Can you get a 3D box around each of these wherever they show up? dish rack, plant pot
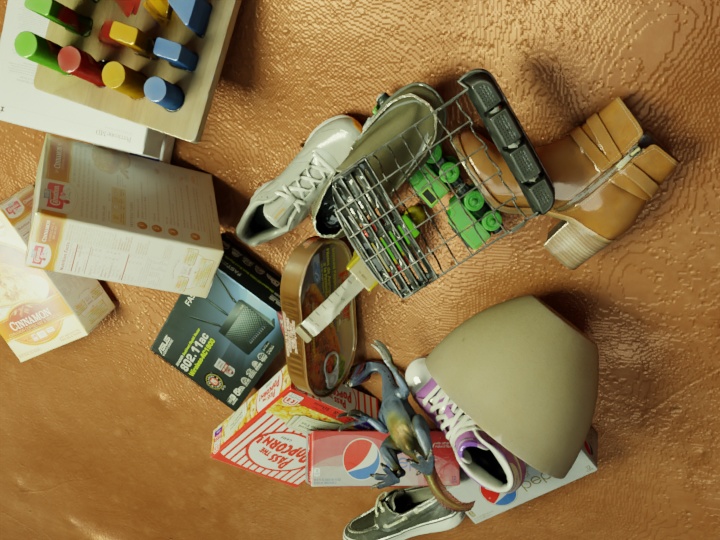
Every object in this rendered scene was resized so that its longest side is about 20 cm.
[{"bbox_3d":[0.077,-0.076,0.731,0.197,0.055,0.155,-32,99,8],"label":"dish rack"},{"bbox_3d":[0.188,0.109,0.852,0.198,0.200,0.136,36,98,-5],"label":"plant pot"}]

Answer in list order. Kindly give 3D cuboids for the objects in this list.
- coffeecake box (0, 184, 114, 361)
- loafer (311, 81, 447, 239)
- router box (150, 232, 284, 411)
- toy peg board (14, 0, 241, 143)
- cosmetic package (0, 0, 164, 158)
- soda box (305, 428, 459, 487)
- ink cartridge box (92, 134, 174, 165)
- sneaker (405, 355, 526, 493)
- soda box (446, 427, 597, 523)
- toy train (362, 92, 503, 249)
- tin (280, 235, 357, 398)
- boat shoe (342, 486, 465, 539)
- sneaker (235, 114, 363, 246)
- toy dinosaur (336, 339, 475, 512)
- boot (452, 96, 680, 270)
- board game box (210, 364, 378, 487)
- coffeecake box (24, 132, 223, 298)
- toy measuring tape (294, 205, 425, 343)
[{"bbox_3d":[-0.464,0.008,1.059,0.151,0.073,0.203,-19,111,29],"label":"coffeecake box"},{"bbox_3d":[0.016,-0.101,0.783,0.075,0.070,0.201,36,116,-5],"label":"loafer"},{"bbox_3d":[-0.175,0.074,1.013,0.148,0.062,0.201,35,125,-3],"label":"router box"},{"bbox_3d":[-0.237,-0.260,0.765,0.194,0.098,0.205,19,95,8],"label":"toy peg board"},{"bbox_3d":[-0.306,-0.223,0.852,0.195,0.052,0.155,14,92,9],"label":"cosmetic package"},{"bbox_3d":[0.028,0.241,0.983,0.194,0.063,0.072,2,79,-11],"label":"soda box"},{"bbox_3d":[-0.282,-0.142,0.941,0.093,0.037,0.203,23,122,4],"label":"ink cartridge box"},{"bbox_3d":[0.120,0.179,0.914,0.200,0.114,0.073,45,99,20],"label":"sneaker"},{"bbox_3d":[0.207,0.250,0.986,0.199,0.064,0.068,-37,103,31],"label":"soda box"},{"bbox_3d":[0.078,-0.106,0.829,0.056,0.042,0.200,-41,101,18],"label":"toy train"},{"bbox_3d":[-0.049,0.056,0.927,0.041,0.111,0.205,15,120,34],"label":"tin"},{"bbox_3d":[0.053,0.345,1.095,0.196,0.071,0.065,-24,111,20],"label":"boat shoe"},{"bbox_3d":[-0.066,-0.090,0.862,0.076,0.092,0.199,43,123,-9],"label":"sneaker"},{"bbox_3d":[0.039,0.190,0.945,0.104,0.183,0.201,-32,113,13],"label":"toy dinosaur"},{"bbox_3d":[0.204,-0.113,0.768,0.199,0.077,0.156,42,119,1],"label":"boot"},{"bbox_3d":[-0.091,0.217,1.047,0.149,0.047,0.200,27,129,-28],"label":"board game box"},{"bbox_3d":[-0.264,-0.061,0.860,0.195,0.155,0.074,12,126,-26],"label":"coffeecake box"},{"bbox_3d":[0.000,0.000,0.881,0.074,0.074,0.200,44,90,-11],"label":"toy measuring tape"}]
